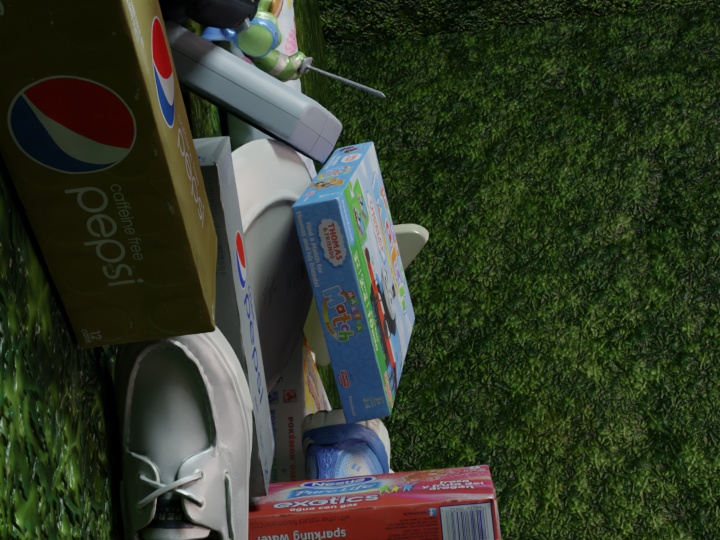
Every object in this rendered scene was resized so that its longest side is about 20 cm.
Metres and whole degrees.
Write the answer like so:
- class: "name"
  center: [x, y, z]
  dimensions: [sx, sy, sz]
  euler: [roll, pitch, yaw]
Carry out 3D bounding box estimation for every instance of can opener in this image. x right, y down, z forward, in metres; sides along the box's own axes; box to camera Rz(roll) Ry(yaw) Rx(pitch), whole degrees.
- class: "can opener"
  center: [-0.098, -0.183, 0.800]
  dimensions: [0.063, 0.079, 0.200]
  euler: [47, 6, -12]

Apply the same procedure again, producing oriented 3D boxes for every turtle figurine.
- class: "turtle figurine"
  center: [-0.053, -0.241, 1.013]
  dimensions: [0.144, 0.198, 0.195]
  euler: [74, -2, -50]

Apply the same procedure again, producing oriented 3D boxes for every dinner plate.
- class: "dinner plate"
  center: [-0.070, 0.014, 0.801]
  dimensions: [0.200, 0.024, 0.202]
  euler: [-46, 143, -50]

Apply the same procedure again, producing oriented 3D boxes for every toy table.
- class: "toy table"
  center: [-0.030, -0.002, 1.181]
  dimensions: [0.184, 0.117, 0.201]
  euler: [-48, -167, 36]

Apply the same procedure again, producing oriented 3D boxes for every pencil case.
- class: "pencil case"
  center: [-0.093, -0.169, 1.158]
  dimensions: [0.091, 0.082, 0.202]
  euler: [-110, -168, -69]

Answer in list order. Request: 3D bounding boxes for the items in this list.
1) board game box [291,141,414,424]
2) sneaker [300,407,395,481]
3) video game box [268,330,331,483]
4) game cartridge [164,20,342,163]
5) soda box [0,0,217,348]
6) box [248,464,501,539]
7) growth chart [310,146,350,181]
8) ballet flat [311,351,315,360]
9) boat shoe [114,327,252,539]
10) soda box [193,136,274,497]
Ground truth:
- class: "board game box"
  center: [0.000, 0.000, 0.870]
  dimensions: [0.200, 0.036, 0.153]
  euler: [-69, 146, -72]
- class: "sneaker"
  center: [0.003, 0.188, 0.870]
  dimensions: [0.201, 0.078, 0.090]
  euler: [60, 28, -42]
- class: "video game box"
  center: [-0.047, 0.168, 0.965]
  dimensions: [0.200, 0.046, 0.184]
  euler: [77, 6, -62]
- class: "game cartridge"
  center: [-0.077, -0.124, 0.880]
  dimensions: [0.200, 0.132, 0.042]
  euler: [-64, 179, -87]
- class: "soda box"
  center: [-0.110, -0.056, 0.513]
  dimensions: [0.201, 0.067, 0.064]
  euler: [82, 2, -48]
- class: "box"
  center: [-0.013, 0.182, 0.724]
  dimensions: [0.095, 0.198, 0.101]
  euler: [-30, 113, -86]
- class: "growth chart"
  center: [-0.067, -0.042, 0.977]
  dimensions: [0.018, 0.145, 0.200]
  euler: [48, 18, -4]
- class: "ballet flat"
  center: [-0.077, 0.083, 1.113]
  dimensions: [0.200, 0.066, 0.067]
  euler: [76, 9, -76]
- class: "boat shoe"
  center: [-0.094, 0.119, 0.620]
  dimensions: [0.069, 0.071, 0.202]
  euler: [-90, -178, -71]
- class: "soda box"
  center: [-0.095, 0.030, 0.683]
  dimensions: [0.064, 0.068, 0.202]
  euler: [-87, 171, -70]
